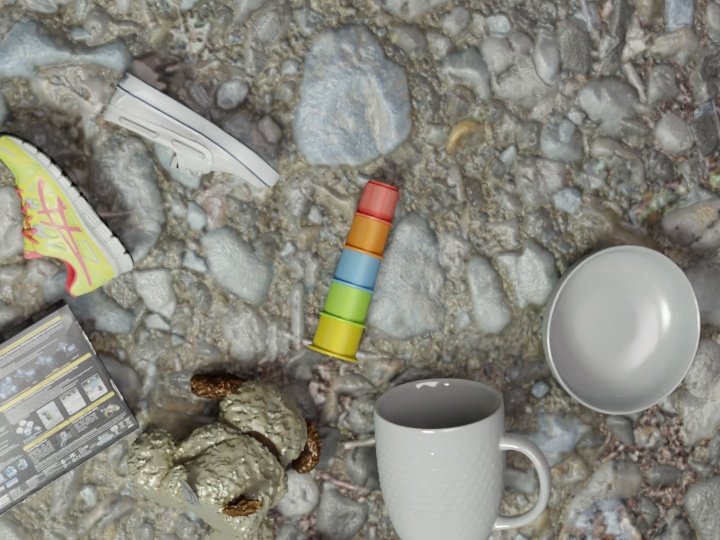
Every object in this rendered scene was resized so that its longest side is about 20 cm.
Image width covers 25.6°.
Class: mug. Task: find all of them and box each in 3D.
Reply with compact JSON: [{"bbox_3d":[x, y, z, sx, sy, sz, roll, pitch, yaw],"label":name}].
[{"bbox_3d":[0.117,0.231,1.782,0.198,0.148,0.177,2,109,18],"label":"mug"}]

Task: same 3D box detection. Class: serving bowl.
[{"bbox_3d":[0.299,0.066,1.875,0.198,0.066,0.202,-2,98,-18],"label":"serving bowl"}]

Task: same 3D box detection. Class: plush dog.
[{"bbox_3d":[-0.128,0.199,1.732,0.200,0.160,0.173,38,59,-20],"label":"plush dog"}]

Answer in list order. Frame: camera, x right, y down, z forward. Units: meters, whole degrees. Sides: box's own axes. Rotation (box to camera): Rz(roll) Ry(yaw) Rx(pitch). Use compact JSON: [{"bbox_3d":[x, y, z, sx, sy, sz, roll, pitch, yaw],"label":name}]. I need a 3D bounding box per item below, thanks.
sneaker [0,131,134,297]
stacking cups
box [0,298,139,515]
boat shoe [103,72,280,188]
[{"bbox_3d":[-0.327,-0.055,1.658,0.090,0.078,0.200,-39,107,-7],"label":"sneaker"},{"bbox_3d":[0.000,0.000,1.775,0.060,0.060,0.201,18,92,-19],"label":"stacking cups"},{"bbox_3d":[-0.360,0.151,1.690,0.199,0.049,0.162,-32,107,-11],"label":"box"},{"bbox_3d":[-0.182,-0.135,1.702,0.199,0.074,0.066,32,92,-8],"label":"boat shoe"}]
